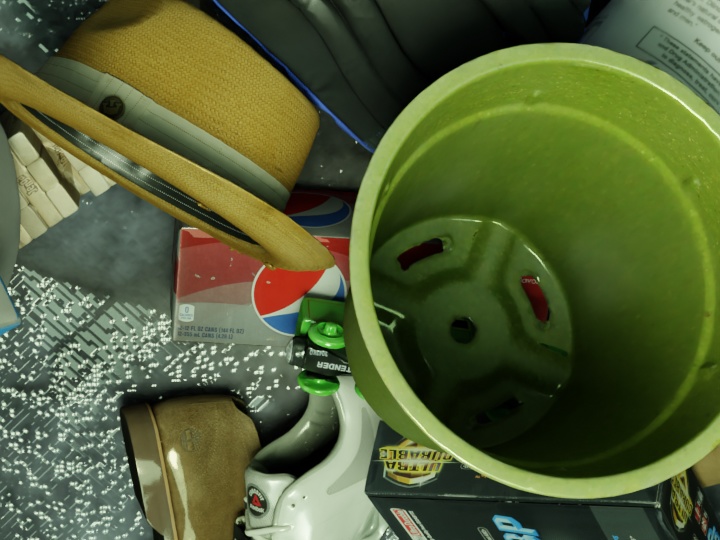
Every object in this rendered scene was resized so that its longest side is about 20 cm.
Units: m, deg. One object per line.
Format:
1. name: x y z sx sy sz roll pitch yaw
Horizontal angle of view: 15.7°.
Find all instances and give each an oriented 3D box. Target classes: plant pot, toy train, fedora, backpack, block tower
1. plant pot: 0.072 0.015 1.220 0.199 0.190 0.201 2 79 -12
2. toy train: 0.059 0.050 1.344 0.199 0.056 0.042 9 118 -8
3. fedora: -0.085 -0.075 1.236 0.200 0.201 0.082 33 83 -16
4. backpack: 0.014 -0.167 1.255 0.162 0.168 0.200 -39 111 15
5. block tower: -0.150 -0.067 1.348 0.199 0.054 0.058 -31 111 10

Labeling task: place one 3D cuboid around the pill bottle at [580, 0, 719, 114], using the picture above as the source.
1. pill bottle: 0.187 -0.119 1.289 0.200 0.113 0.113 -47 110 -12

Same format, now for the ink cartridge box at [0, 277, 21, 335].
1. ink cartridge box: -0.284 0.008 1.235 0.199 0.084 0.146 -29 87 20

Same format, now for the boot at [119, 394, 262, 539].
1. boot: -0.079 0.162 1.446 0.075 0.074 0.201 -13 113 -12

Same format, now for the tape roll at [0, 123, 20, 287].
1. tape roll: -0.272 -0.031 1.305 0.199 0.066 0.201 3 99 19

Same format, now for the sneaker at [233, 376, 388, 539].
1. sneaker: -0.040 0.144 1.405 0.088 0.074 0.201 29 82 -37

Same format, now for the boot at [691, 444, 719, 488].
1. boot: 0.218 0.074 1.386 0.174 0.200 0.066 -11 81 -32

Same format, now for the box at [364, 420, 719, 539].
1. box: 0.109 0.144 1.380 0.158 0.046 0.200 1 150 22

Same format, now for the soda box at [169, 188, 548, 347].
1. soda box: 0.000 0.000 1.383 0.199 0.063 0.070 4 115 -7
